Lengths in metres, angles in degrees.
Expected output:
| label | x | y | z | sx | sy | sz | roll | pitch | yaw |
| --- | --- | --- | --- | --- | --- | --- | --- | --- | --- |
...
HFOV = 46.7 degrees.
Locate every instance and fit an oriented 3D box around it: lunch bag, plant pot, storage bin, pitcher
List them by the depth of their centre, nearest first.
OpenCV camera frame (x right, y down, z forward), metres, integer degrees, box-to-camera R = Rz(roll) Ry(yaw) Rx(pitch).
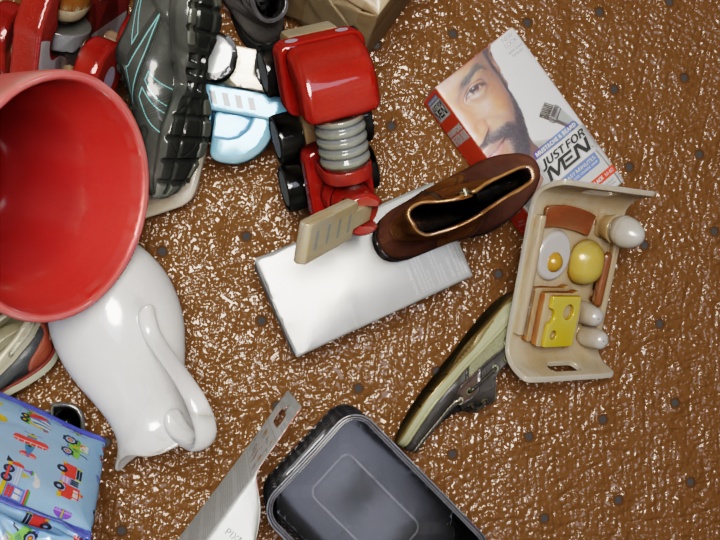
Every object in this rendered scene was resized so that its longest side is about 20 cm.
| label | x | y | z | sx | sy | sz | roll | pitch | yaw |
| --- | --- | --- | --- | --- | --- | --- | --- | --- | --- |
| lunch bag | -0.313 | 0.149 | 0.667 | 0.094 | 0.151 | 0.200 | -45 | 111 | 4 |
| plant pot | -0.306 | -0.072 | 0.687 | 0.175 | 0.200 | 0.203 | 12 | 84 | 25 |
| pitcher | -0.203 | 0.075 | 0.769 | 0.120 | 0.171 | 0.202 | -20 | 91 | -42 |
| storage bin | 0.012 | 0.247 | 0.828 | 0.200 | 0.094 | 0.135 | 46 | 81 | -5 |

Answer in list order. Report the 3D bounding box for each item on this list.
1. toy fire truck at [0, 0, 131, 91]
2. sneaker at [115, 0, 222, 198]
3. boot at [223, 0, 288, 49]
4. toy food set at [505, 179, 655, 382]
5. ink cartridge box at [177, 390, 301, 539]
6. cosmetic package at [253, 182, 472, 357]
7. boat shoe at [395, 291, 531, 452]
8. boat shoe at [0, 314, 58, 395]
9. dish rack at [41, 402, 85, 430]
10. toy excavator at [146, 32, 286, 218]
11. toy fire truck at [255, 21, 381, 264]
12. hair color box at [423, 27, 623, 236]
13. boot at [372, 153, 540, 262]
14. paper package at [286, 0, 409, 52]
| label | x | y | z | sx | sy | sz | roll | pitch | yaw |
| --- | --- | --- | --- | --- | --- | --- | --- | --- | --- |
| toy fire truck | -0.255 | -0.253 | 0.757 | 0.111 | 0.201 | 0.169 | 20 | 123 | 0 |
| sneaker | -0.178 | -0.168 | 0.755 | 0.078 | 0.075 | 0.203 | 14 | 100 | 17 |
| boot | -0.128 | -0.321 | 0.818 | 0.069 | 0.132 | 0.201 | -36 | 92 | -8 |
| toy food set | 0.228 | 0.013 | 0.843 | 0.142 | 0.060 | 0.203 | 1 | 102 | -36 |
| ink cartridge box | -0.106 | 0.214 | 0.776 | 0.057 | 0.162 | 0.200 | 41 | 82 | -6 |
| cosmetic package | 0.000 | 0.000 | 0.845 | 0.198 | 0.090 | 0.108 | -22 | 90 | -6 |
| boat shoe | 0.115 | 0.113 | 0.861 | 0.065 | 0.073 | 0.200 | 40 | 82 | 1 |
| boat shoe | -0.371 | 0.107 | 0.761 | 0.071 | 0.063 | 0.199 | 34 | 57 | 29 |
| dish rack | -0.360 | 0.204 | 0.794 | 0.197 | 0.055 | 0.156 | 0 | 86 | -8 |
| toy excavator | -0.155 | -0.130 | 0.830 | 0.192 | 0.100 | 0.203 | 8 | 94 | -7 |
| toy fire truck | -0.028 | -0.102 | 0.719 | 0.127 | 0.200 | 0.178 | -15 | 121 | -14 |
| hair color box | 0.172 | -0.139 | 0.889 | 0.111 | 0.064 | 0.201 | -38 | 92 | -8 |
| boot | 0.103 | -0.071 | 0.723 | 0.186 | 0.200 | 0.069 | -19 | 87 | -11 |
| paper package | 0.023 | -0.324 | 0.812 | 0.103 | 0.191 | 0.201 | 37 | 83 | -3 |
